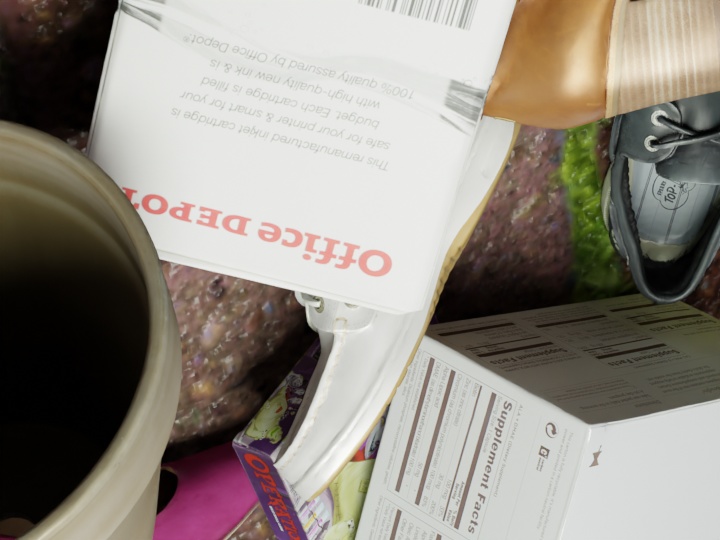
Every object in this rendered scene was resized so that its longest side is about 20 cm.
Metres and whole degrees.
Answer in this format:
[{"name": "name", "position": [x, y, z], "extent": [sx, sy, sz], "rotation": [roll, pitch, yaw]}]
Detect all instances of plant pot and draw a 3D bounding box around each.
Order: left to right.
[{"name": "plant pot", "position": [-0.155, 0.069, 0.948], "extent": [0.199, 0.200, 0.174], "rotation": [-31, 150, -10]}]

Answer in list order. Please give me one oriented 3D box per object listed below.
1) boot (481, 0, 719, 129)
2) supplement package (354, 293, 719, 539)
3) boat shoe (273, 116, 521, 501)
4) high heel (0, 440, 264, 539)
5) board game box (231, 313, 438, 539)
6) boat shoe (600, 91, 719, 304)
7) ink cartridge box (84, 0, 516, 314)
[{"name": "boot", "position": [0.067, -0.158, 1.013], "extent": [0.154, 0.074, 0.201], "rotation": [-6, 93, 6]}, {"name": "supplement package", "position": [0.107, 0.109, 1.161], "extent": [0.199, 0.111, 0.157], "rotation": [-6, 117, -48]}, {"name": "boat shoe", "position": [0.000, 0.000, 1.069], "extent": [0.069, 0.071, 0.201], "rotation": [26, 79, -9]}, {"name": "high heel", "position": [-0.129, 0.105, 1.095], "extent": [0.200, 0.067, 0.096], "rotation": [-33, 107, -27]}, {"name": "board game box", "position": [0.012, 0.106, 1.173], "extent": [0.120, 0.032, 0.200], "rotation": [-54, 142, -30]}, {"name": "boat shoe", "position": [0.148, -0.057, 1.108], "extent": [0.074, 0.066, 0.200], "rotation": [5, 142, -9]}, {"name": "ink cartridge box", "position": [-0.019, -0.100, 0.953], "extent": [0.145, 0.084, 0.201], "rotation": [14, 119, -5]}]
